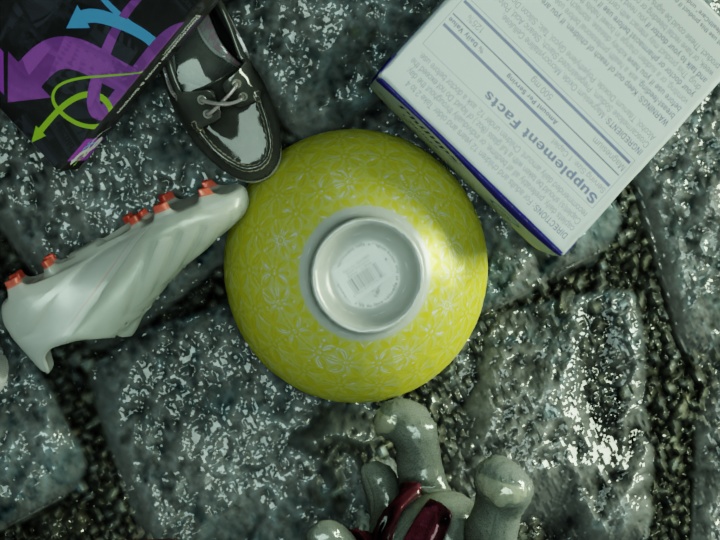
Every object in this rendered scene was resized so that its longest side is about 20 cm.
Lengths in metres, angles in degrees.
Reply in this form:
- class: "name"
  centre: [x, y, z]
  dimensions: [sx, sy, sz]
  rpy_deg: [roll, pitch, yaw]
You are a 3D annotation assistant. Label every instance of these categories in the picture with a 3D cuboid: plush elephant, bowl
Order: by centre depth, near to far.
- class: "plush elephant"
  centre: [0.016, 0.210, 1.264]
  dimensions: [0.154, 0.164, 0.202]
  rpy_deg: [-17, 121, -28]
- class: "bowl"
  centre: [0.000, 0.000, 1.278]
  dimensions: [0.198, 0.108, 0.203]
  rpy_deg: [0, 94, -4]

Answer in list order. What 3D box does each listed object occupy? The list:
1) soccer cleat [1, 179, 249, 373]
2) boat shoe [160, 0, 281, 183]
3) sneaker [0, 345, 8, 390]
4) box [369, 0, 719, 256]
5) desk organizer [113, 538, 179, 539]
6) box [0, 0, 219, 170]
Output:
- class: "soccer cleat"
  centre: [-0.162, 0.002, 1.288]
  dimensions: [0.198, 0.069, 0.078]
  rpy_deg: [-27, 100, 4]
- class: "boat shoe"
  centre: [-0.116, -0.155, 1.267]
  dimensions: [0.066, 0.057, 0.202]
  rpy_deg: [-25, 84, 2]
- class: "sneaker"
  centre: [-0.342, 0.045, 1.276]
  dimensions: [0.198, 0.075, 0.083]
  rpy_deg: [27, 97, 5]
- class: "box"
  centre: [0.136, -0.145, 1.281]
  dimensions: [0.184, 0.105, 0.200]
  rpy_deg: [43, 89, -6]
- class: "desk organizer"
  centre: [-0.226, 0.234, 1.287]
  dimensions: [0.197, 0.077, 0.073]
  rpy_deg: [0, 94, -5]
- class: "box"
  centre: [-0.190, -0.190, 1.245]
  dimensions: [0.143, 0.036, 0.200]
  rpy_deg: [45, 105, 7]
